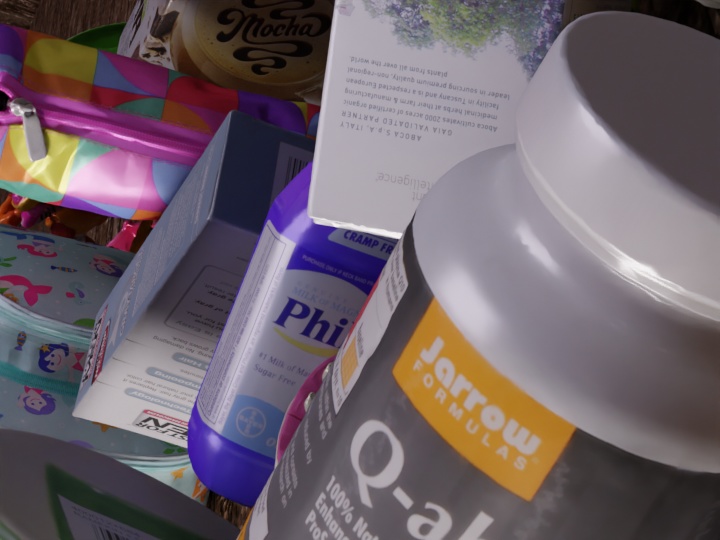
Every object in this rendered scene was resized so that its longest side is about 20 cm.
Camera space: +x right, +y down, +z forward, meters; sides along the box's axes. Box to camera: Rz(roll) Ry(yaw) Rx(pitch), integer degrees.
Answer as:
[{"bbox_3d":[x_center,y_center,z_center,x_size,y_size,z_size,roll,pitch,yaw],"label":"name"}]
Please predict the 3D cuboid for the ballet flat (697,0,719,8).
[{"bbox_3d":[0.122,-0.102,0.609,0.200,0.068,0.063,143,128,-67],"label":"ballet flat"}]

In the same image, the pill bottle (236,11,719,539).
[{"bbox_3d":[0.049,0.039,0.591,0.117,0.116,0.200,-93,26,-55],"label":"pill bottle"}]

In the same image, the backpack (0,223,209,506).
[{"bbox_3d":[-0.156,0.070,1.169,0.200,0.177,0.151,-109,35,-60],"label":"backpack"}]

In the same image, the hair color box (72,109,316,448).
[{"bbox_3d":[-0.052,0.015,1.006,0.200,0.099,0.061,130,154,-53],"label":"hair color box"}]

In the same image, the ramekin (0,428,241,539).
[{"bbox_3d":[-0.102,0.145,0.858,0.098,0.200,0.200,-60,16,8],"label":"ramekin"}]

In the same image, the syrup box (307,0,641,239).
[{"bbox_3d":[0.045,-0.107,0.719,0.081,0.078,0.201,-16,-65,-65],"label":"syrup box"}]

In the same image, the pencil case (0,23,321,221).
[{"bbox_3d":[-0.097,-0.059,1.065,0.088,0.199,0.089,-168,90,-77],"label":"pencil case"}]

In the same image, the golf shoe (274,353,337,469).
[{"bbox_3d":[-0.007,0.115,0.784,0.200,0.075,0.092,-87,18,-48],"label":"golf shoe"}]

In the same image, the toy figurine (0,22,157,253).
[{"bbox_3d":[-0.150,-0.027,1.301,0.150,0.199,0.185,-115,29,-42],"label":"toy figurine"}]

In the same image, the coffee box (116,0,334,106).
[{"bbox_3d":[-0.045,-0.150,1.161,0.080,0.113,0.200,-87,21,-46],"label":"coffee box"}]

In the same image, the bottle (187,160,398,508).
[{"bbox_3d":[0.000,0.000,0.875,0.065,0.083,0.201,-125,56,-70],"label":"bottle"}]
